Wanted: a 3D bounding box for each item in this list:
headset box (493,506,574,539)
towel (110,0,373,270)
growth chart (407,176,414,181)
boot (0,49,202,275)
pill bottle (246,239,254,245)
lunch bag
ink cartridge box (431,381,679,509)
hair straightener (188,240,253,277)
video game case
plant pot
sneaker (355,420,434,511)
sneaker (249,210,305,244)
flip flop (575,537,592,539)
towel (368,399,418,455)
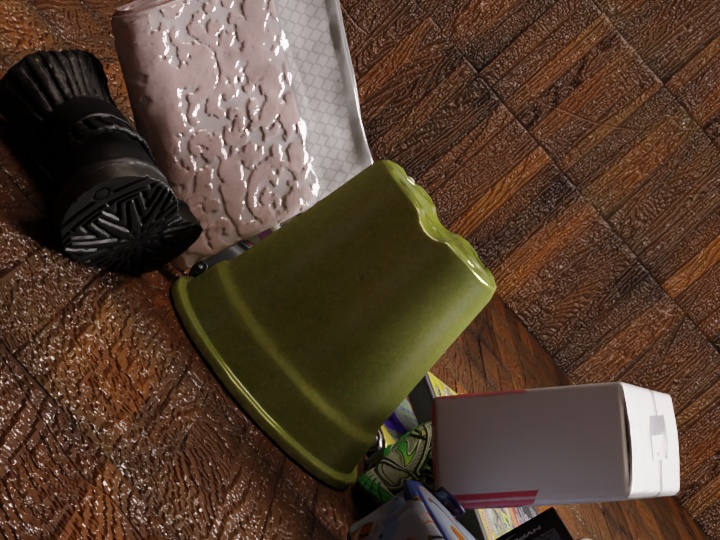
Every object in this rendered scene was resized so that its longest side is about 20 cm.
[{"bbox_3d":[0.169,0.294,1.297,0.150,0.077,0.200,62,-3,-36],"label":"headset box"},{"bbox_3d":[-0.083,-0.125,1.341,0.032,0.190,0.202,21,-51,51],"label":"towel"},{"bbox_3d":[0.000,0.000,1.525,0.144,0.202,0.018,11,-12,-39],"label":"growth chart"},{"bbox_3d":[-0.188,-0.085,1.203,0.159,0.079,0.211,57,-2,11],"label":"boot"},{"bbox_3d":[-0.079,-0.044,1.545,0.200,0.106,0.106,46,8,-26],"label":"pill bottle"},{"bbox_3d":[0.075,0.236,1.179,0.160,0.075,0.200,47,9,-33],"label":"lunch bag"},{"bbox_3d":[0.149,0.132,1.335,0.200,0.144,0.086,22,64,-69],"label":"ink cartridge box"},{"bbox_3d":[-0.133,-0.030,1.412,0.200,0.041,0.077,43,9,-38],"label":"hair straightener"},{"bbox_3d":[0.115,0.202,1.607,0.181,0.025,0.201,40,25,-52],"label":"video game case"},{"bbox_3d":[-0.007,0.024,1.329,0.201,0.184,0.200,47,7,-8],"label":"plant pot"},{"bbox_3d":[0.049,0.155,1.378,0.078,0.085,0.200,47,8,-8],"label":"sneaker"},{"bbox_3d":[-0.090,-0.060,1.420,0.199,0.073,0.114,27,6,-5],"label":"sneaker"},{"bbox_3d":[0.214,0.302,1.583,0.082,0.057,0.200,61,14,-13],"label":"flip flop"},{"bbox_3d":[0.028,0.137,1.582,0.200,0.023,0.144,40,11,-51],"label":"towel"}]
